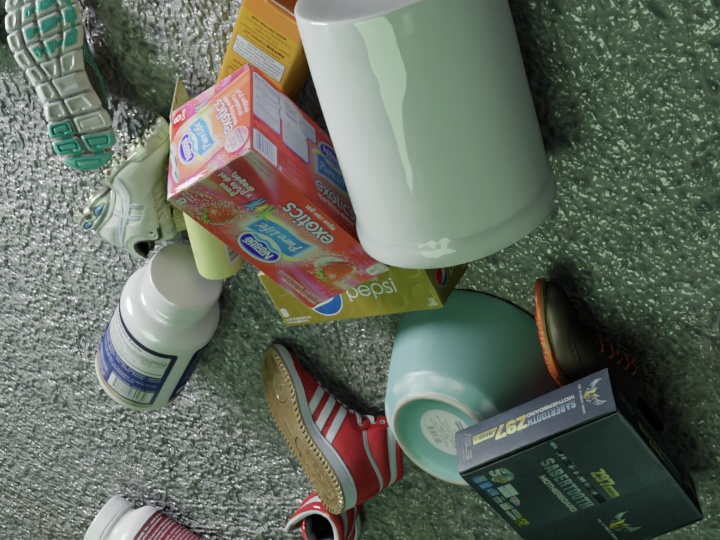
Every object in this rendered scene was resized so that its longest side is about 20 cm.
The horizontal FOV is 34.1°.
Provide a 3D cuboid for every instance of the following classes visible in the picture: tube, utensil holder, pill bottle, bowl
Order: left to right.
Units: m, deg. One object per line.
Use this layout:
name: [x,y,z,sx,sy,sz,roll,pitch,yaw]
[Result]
pill bottle: [-0.279,0.400,1.626,0.198,0.113,0.114,32,137,7]
pill bottle: [-0.219,0.061,1.298,0.110,0.111,0.201,37,137,1]
tube: [-0.159,-0.084,1.151,0.058,0.052,0.202,30,143,39]
utensil holder: [0.050,-0.131,0.910,0.168,0.170,0.202,1,125,33]
bowl: [0.102,0.132,1.144,0.198,0.105,0.203,19,135,20]

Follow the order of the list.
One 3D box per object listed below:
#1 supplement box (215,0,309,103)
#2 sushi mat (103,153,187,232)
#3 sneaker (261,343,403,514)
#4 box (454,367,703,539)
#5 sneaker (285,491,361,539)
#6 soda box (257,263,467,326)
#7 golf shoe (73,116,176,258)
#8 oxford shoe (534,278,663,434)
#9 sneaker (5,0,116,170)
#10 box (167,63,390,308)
supplement box: [-0.086,-0.173,1.041,0.068,0.067,0.201,32,137,6]
sushi mat: [-0.180,-0.090,1.213,0.198,0.012,0.096,-15,114,41]
sneaker: [-0.026,0.160,1.295,0.202,0.111,0.071,61,145,20]
box: [0.200,0.187,1.065,0.156,0.052,0.200,-26,130,21]
sneaker: [-0.043,0.304,1.370,0.070,0.113,0.202,27,136,11]
soda box: [0.000,0.000,1.130,0.198,0.064,0.068,-9,121,39]
golf shoe: [-0.214,-0.080,1.189,0.097,0.079,0.200,40,146,-7]
oxford shoe: [0.214,0.082,1.063,0.072,0.072,0.201,-18,122,23]
sneaker: [-0.291,-0.199,1.154,0.076,0.091,0.204,-13,100,-3]
box: [-0.068,-0.069,1.022,0.094,0.104,0.200,-25,139,26]
